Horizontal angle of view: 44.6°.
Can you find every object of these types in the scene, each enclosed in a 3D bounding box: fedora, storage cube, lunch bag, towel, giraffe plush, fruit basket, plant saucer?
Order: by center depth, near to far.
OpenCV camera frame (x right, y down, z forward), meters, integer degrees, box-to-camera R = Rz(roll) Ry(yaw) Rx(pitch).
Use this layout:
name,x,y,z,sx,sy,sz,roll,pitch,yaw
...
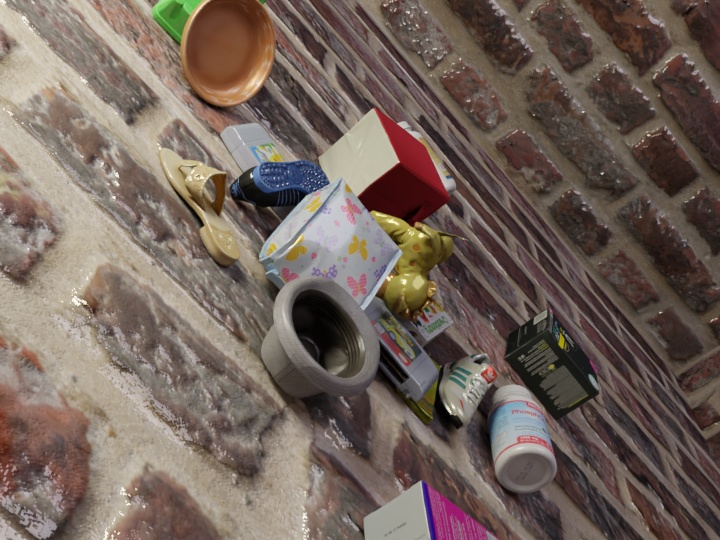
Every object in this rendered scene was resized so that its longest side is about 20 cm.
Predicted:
name,x,y,z,sx,sy,sz,roll,pitch,yaw
fedora,-0.066,0.105,1.198,0.177,0.090,0.200,48,27,-7
lunch bag,-0.057,-0.014,1.361,0.170,0.127,0.200,48,48,-17
towel,0.104,0.187,1.537,0.086,0.018,0.200,50,20,-10
giraffe plush,0.085,0.002,1.541,0.172,0.163,0.200,19,-1,-39
plant saucer,-0.236,-0.391,1.548,0.037,0.201,0.200,25,-1,40
fruit basket,-0.274,-0.488,1.645,0.155,0.215,0.216,44,22,-15
storage cube,0.045,-0.192,1.818,0.180,0.171,0.201,28,32,-45

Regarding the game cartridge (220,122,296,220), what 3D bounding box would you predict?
name,x,y,z,sx,sy,sz,roll,pitch,yaw
game cartridge,-0.158,-0.173,1.542,0.200,0.040,0.133,52,24,-1

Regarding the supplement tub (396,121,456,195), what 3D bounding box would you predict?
name,x,y,z,sx,sy,sz,roll,pitch,yaw
supplement tub,0.117,-0.236,2.080,0.200,0.144,0.145,55,20,7

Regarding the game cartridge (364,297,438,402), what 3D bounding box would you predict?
name,x,y,z,sx,sy,sz,roll,pitch,yaw
game cartridge,0.050,0.123,1.479,0.200,0.041,0.133,49,16,4

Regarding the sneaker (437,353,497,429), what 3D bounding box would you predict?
name,x,y,z,sx,sy,sz,roll,pitch,yaw
sneaker,0.198,0.206,1.587,0.070,0.093,0.200,57,18,-13

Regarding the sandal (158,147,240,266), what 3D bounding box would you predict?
name,x,y,z,sx,sy,sz,roll,pitch,yaw
sandal,-0.213,-0.111,1.266,0.078,0.070,0.212,12,45,-61

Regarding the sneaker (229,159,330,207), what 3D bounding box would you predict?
name,x,y,z,sx,sy,sz,roll,pitch,yaw
sneaker,-0.130,-0.139,1.449,0.200,0.078,0.070,2,71,-56

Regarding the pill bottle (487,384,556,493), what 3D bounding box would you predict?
name,x,y,z,sx,sy,sz,roll,pitch,yaw
pill bottle,0.291,0.303,1.618,0.109,0.109,0.200,44,22,-22

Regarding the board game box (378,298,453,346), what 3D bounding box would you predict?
name,x,y,z,sx,sy,sz,roll,pitch,yaw
board game box,0.103,0.078,1.674,0.126,0.035,0.200,49,20,8

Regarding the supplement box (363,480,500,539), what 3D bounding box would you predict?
name,x,y,z,sx,sy,sz,roll,pitch,yaw
supplement box,0.108,0.373,1.116,0.200,0.101,0.104,43,22,-27

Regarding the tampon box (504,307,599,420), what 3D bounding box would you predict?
name,x,y,z,sx,sy,sz,roll,pitch,yaw
tampon box,0.457,0.220,2.088,0.200,0.126,0.150,50,21,-7
